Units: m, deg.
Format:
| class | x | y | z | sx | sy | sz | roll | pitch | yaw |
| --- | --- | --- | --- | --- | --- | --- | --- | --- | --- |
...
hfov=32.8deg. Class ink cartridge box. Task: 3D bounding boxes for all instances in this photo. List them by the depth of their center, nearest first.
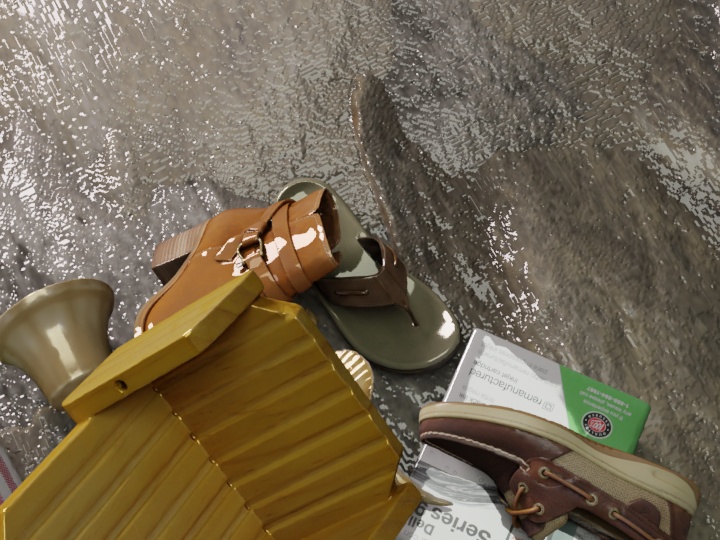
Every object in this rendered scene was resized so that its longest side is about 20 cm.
| class | x | y | z | sx | sy | sz | roll | pitch | yaw |
| --- | --- | --- | --- | --- | --- | --- | --- | --- | --- |
| ink cartridge box | 0.108 | 0.169 | 0.901 | 0.145 | 0.084 | 0.202 | 23 | 73 | 9 |

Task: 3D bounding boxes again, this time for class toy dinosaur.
| class | x | y | z | sx | sy | sz | roll | pitch | yaw |
| --- | --- | --- | --- | --- | --- | --- | --- | --- | --- |
| toy dinosaur | -0.026 | 0.107 | 0.877 | 0.101 | 0.058 | 0.201 | -38 | 59 | 3 |

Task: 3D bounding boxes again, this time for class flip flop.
| class | x | y | z | sx | sy | sz | roll | pitch | yaw |
| --- | --- | --- | --- | --- | --- | --- | --- | --- | --- |
| flip flop | 0.000 | 0.000 | 0.976 | 0.081 | 0.058 | 0.201 | -35 | 74 | -11 |

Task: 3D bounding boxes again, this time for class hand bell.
| class | x | y | z | sx | sy | sz | roll | pitch | yaw |
| --- | --- | --- | --- | --- | --- | --- | --- | --- | --- |
| hand bell | -0.190 | 0.117 | 0.902 | 0.103 | 0.104 | 0.201 | -28 | 67 | -9 |

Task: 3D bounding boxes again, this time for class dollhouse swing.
| class | x | y | z | sx | sy | sz | roll | pitch | yaw |
| --- | --- | --- | --- | --- | --- | --- | --- | --- | --- |
| dollhouse swing | -0.095 | 0.149 | 0.773 | 0.181 | 0.176 | 0.201 | -29 | 105 | 26 |

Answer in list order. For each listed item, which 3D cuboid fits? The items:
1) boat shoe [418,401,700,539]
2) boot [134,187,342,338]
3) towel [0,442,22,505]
| class | x | y | z | sx | sy | sz | roll | pitch | yaw |
| --- | --- | --- | --- | --- | --- | --- | --- | --- | --- |
| boat shoe | 0.128 | 0.148 | 0.828 | 0.198 | 0.072 | 0.073 | 21 | 71 | 1 |
| boot | -0.085 | 0.023 | 0.918 | 0.153 | 0.074 | 0.202 | -18 | 48 | 14 |
| towel | -0.315 | 0.209 | 0.850 | 0.199 | 0.148 | 0.030 | -37 | 39 | -25 |
